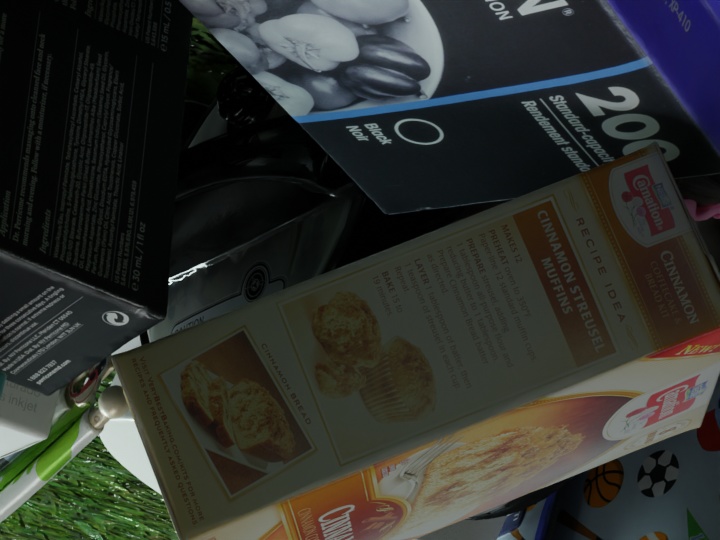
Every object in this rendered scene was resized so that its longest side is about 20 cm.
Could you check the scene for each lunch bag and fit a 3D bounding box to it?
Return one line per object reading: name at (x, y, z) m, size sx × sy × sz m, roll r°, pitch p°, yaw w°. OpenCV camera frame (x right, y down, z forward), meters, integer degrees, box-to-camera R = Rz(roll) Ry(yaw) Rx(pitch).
lunch bag at (0.144, 0.128, 1.404) m, size 0.199 × 0.171 × 0.124 m, roll -2°, pitch 155°, yaw 44°

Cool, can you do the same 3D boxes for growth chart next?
growth chart at (-0.152, 0.029, 1.221) m, size 0.018 × 0.201 × 0.145 m, roll 26°, pitch 124°, yaw -33°

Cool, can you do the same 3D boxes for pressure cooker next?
pressure cooker at (0.000, -0.002, 1.172) m, size 0.199 × 0.176 × 0.179 m, roll 25°, pitch -163°, yaw -32°

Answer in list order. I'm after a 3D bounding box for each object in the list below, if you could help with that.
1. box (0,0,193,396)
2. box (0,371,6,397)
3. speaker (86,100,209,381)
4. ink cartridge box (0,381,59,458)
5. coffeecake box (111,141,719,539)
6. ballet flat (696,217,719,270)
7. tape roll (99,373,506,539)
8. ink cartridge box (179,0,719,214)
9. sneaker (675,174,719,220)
box at (-0.135, -0.079, 0.963) m, size 0.141 × 0.201 × 0.079 m, roll 26°, pitch 142°, yaw -31°
box at (-0.193, 0.071, 1.002) m, size 0.049 × 0.083 × 0.200 m, roll 21°, pitch 166°, yaw -25°
speaker at (-0.125, 0.002, 1.326) m, size 0.081 × 0.082 × 0.200 m, roll 24°, pitch 137°, yaw -31°
ink cartridge box at (-0.182, -0.040, 1.149) m, size 0.146 × 0.201 × 0.083 m, roll 21°, pitch 158°, yaw -25°
coffeecake box at (0.024, 0.043, 1.007) m, size 0.199 × 0.073 × 0.154 m, roll -22°, pitch 164°, yaw -4°
ballet flat at (0.127, 0.019, 1.253) m, size 0.068 × 0.068 × 0.200 m, roll 19°, pitch 140°, yaw -14°
tape roll at (-0.010, 0.059, 1.382) m, size 0.202 × 0.140 × 0.203 m, roll 24°, pitch 163°, yaw 8°
ink cartridge box at (0.049, -0.093, 0.945) m, size 0.199 × 0.044 × 0.198 m, roll -9°, pitch 146°, yaw 30°
sneaker at (0.173, -0.054, 1.077) m, size 0.199 × 0.079 × 0.095 m, roll 24°, pitch 139°, yaw -31°
